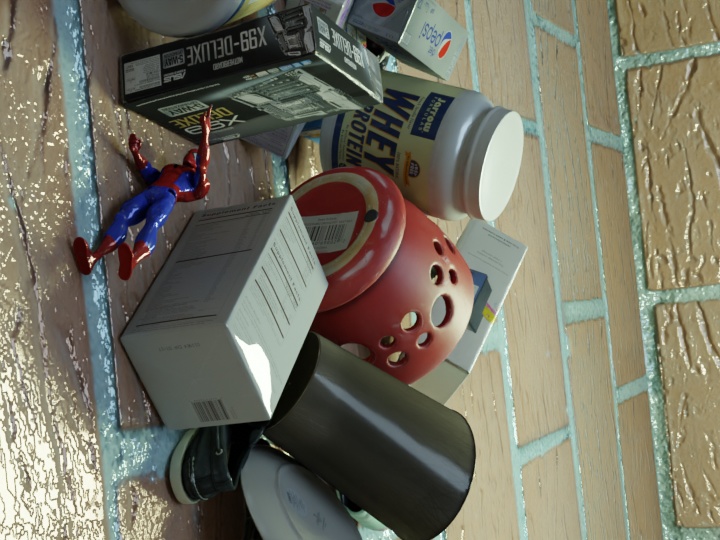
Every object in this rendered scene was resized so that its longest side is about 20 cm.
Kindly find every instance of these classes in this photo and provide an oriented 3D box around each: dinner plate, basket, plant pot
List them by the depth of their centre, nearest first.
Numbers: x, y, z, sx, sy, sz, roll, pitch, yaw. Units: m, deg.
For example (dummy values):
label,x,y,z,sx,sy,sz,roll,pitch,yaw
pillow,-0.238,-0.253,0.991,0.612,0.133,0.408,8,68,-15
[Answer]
label,x,y,z,sx,sy,sz,roll,pitch,yaw
dinner plate,-0.044,0.249,1.364,0.200,0.024,0.201,46,16,-17
basket,-0.002,0.160,1.419,0.199,0.136,0.181,35,14,-23
plant pot,0.000,0.000,1.495,0.183,0.198,0.203,52,38,-43

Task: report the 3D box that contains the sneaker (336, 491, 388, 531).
label,x,y,z,sx,sy,sz,roll,pitch,yaw
sneaker,0.017,0.195,1.631,0.118,0.073,0.204,44,47,-67

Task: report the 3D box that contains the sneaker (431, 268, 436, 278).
label,x,y,z,sx,sy,sz,roll,pitch,yaw
sneaker,0.044,-0.006,1.783,0.200,0.076,0.086,-61,133,-68

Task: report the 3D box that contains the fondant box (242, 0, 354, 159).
label,x,y,z,sx,sy,sz,roll,pitch,yaw
fondant box,-0.054,-0.239,1.466,0.145,0.058,0.201,-67,180,-50

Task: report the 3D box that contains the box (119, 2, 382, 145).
label,x,y,z,sx,sy,sz,roll,pitch,yaw
box,-0.099,-0.176,1.293,0.157,0.197,0.051,24,58,-65

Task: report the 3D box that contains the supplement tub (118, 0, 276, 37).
label,x,y,z,sx,sy,sz,roll,pitch,yaw
supplement tub,-0.136,-0.306,1.307,0.200,0.143,0.147,-46,126,-62

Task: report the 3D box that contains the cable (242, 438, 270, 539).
label,x,y,z,sx,sy,sz,roll,pitch,yaw
cable,-0.111,0.264,1.374,0.097,0.050,0.203,26,48,-58

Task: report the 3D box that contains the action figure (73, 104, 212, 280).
label,x,y,z,sx,sy,sz,roll,pitch,yaw
action figure,-0.182,-0.081,1.226,0.200,0.064,0.100,-56,151,-58

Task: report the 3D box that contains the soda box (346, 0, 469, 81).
label,x,y,z,sx,sy,sz,roll,pitch,yaw
soda box,0.055,-0.266,1.534,0.064,0.068,0.200,-66,162,4

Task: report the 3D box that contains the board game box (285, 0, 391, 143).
label,x,y,z,sx,sy,sz,roll,pitch,yaw
board game box,-0.022,-0.249,1.691,0.199,0.055,0.199,15,71,-66

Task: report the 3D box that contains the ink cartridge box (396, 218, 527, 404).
label,x,y,z,sx,sy,sz,roll,pitch,yaw
ink cartridge box,0.121,0.057,1.779,0.201,0.087,0.146,-60,178,-28

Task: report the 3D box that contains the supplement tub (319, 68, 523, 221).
label,x,y,z,sx,sy,sz,roll,pitch,yaw
supplement tub,0.069,-0.139,1.561,0.145,0.198,0.147,-44,143,-48

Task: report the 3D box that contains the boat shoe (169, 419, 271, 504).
label,x,y,z,sx,sy,sz,roll,pitch,yaw
boat shoe,-0.117,0.142,1.333,0.200,0.065,0.075,-61,138,-55

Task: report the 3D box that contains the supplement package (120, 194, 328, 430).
label,x,y,z,sx,sy,sz,roll,pitch,yaw
supplement package,-0.119,0.036,1.295,0.201,0.112,0.111,-66,142,-50

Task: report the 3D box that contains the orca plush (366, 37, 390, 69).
label,x,y,z,sx,sy,sz,roll,pitch,yaw
orca plush,0.018,-0.292,1.683,0.200,0.071,0.106,-53,178,-46
